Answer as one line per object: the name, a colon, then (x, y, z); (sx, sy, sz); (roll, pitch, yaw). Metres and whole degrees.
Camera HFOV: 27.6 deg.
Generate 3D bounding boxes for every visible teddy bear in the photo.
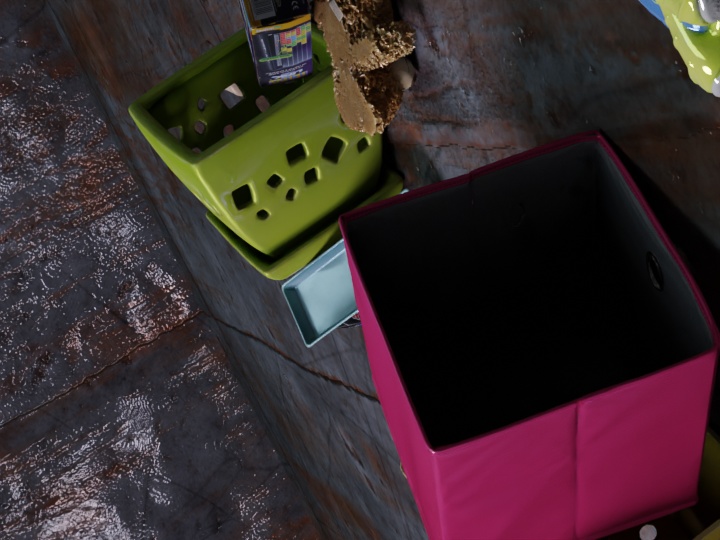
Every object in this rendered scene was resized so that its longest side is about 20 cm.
teddy bear: (0.002, -0.217, 1.224); (0.145, 0.066, 0.202); (-2, 111, 65)

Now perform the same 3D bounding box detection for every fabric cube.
fabric cube: (0.113, 0.064, 1.001); (0.200, 0.198, 0.197); (78, 172, -52)

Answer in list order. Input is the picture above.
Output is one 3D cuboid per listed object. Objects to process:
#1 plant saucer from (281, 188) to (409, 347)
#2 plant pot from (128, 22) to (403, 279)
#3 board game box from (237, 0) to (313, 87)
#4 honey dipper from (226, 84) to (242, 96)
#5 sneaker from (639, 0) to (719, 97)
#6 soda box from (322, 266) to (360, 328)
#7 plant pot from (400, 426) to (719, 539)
plant saucer: (0.000, 0.000, 1.399); (0.200, 0.019, 0.070); (-36, 71, 39)
plant pot: (-0.085, -0.118, 1.457); (0.200, 0.198, 0.182); (41, 162, 54)
board game box: (-0.091, -0.282, 1.280); (0.165, 0.056, 0.202); (91, 164, -81)
honey dipper: (-0.119, -0.215, 1.717); (0.200, 0.038, 0.038); (31, 148, 61)
sneaker: (0.153, -0.175, 0.693); (0.105, 0.075, 0.201); (51, 164, 38)
soda box: (0.006, 0.024, 1.540); (0.200, 0.070, 0.064); (26, -128, -86)
plant pot: (0.180, 0.197, 1.143); (0.200, 0.199, 0.177); (50, 172, 37)
